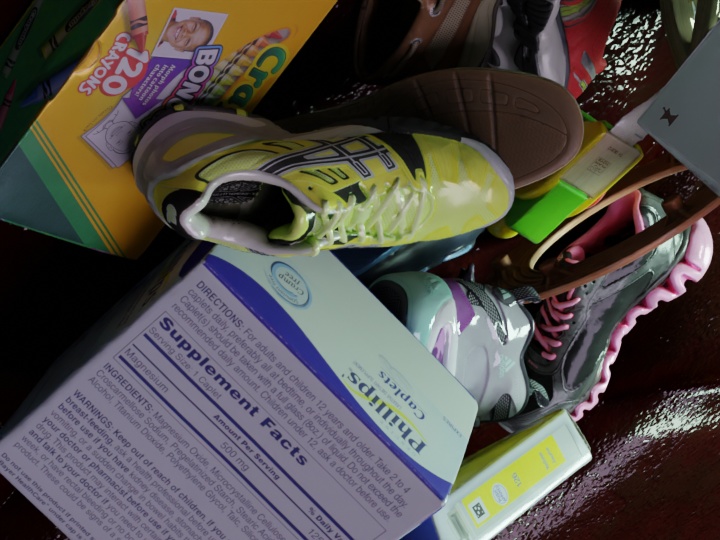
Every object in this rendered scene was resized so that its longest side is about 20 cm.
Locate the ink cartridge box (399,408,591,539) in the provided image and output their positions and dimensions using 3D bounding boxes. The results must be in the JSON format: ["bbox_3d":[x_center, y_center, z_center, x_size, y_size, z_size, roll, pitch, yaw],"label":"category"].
[{"bbox_3d":[0.011,0.167,1.190,0.198,0.047,0.200,-31,176,42],"label":"ink cartridge box"}]

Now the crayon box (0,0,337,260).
[{"bbox_3d":[-0.111,-0.107,1.028,0.119,0.058,0.200,19,115,-49],"label":"crayon box"}]

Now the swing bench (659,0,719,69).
[{"bbox_3d":[0.302,-0.199,1.229,0.199,0.130,0.200,-15,142,-30],"label":"swing bench"}]

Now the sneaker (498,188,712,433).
[{"bbox_3d":[0.149,0.023,1.381,0.200,0.079,0.095,-52,138,5],"label":"sneaker"}]

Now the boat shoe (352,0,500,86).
[{"bbox_3d":[0.040,-0.172,1.077,0.074,0.076,0.200,-12,136,-24],"label":"boat shoe"}]

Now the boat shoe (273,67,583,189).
[{"bbox_3d":[0.029,-0.073,1.117,0.200,0.071,0.065,-6,-174,20],"label":"boat shoe"}]

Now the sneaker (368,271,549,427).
[{"bbox_3d":[0.049,0.085,1.216,0.140,0.078,0.200,1,136,-30],"label":"sneaker"}]

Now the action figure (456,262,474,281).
[{"bbox_3d":[0.036,0.070,1.307,0.200,0.102,0.119,-14,125,-28],"label":"action figure"}]

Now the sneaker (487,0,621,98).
[{"bbox_3d":[0.113,-0.172,1.152,0.085,0.077,0.200,-37,152,-21],"label":"sneaker"}]

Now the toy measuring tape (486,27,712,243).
[{"bbox_3d":[0.147,-0.093,1.239,0.200,0.074,0.074,-44,145,25],"label":"toy measuring tape"}]

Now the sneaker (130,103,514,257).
[{"bbox_3d":[-0.015,-0.033,1.028,0.200,0.076,0.075,0,125,-16],"label":"sneaker"}]

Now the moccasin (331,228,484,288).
[{"bbox_3d":[0.000,0.000,1.217,0.200,0.080,0.068,-20,137,-22],"label":"moccasin"}]

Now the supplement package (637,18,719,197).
[{"bbox_3d":[0.296,-0.081,1.099,0.191,0.147,0.200,-51,144,7],"label":"supplement package"}]

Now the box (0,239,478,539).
[{"bbox_3d":[-0.070,0.088,1.115,0.200,0.184,0.105,-39,-169,30],"label":"box"}]

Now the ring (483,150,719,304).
[{"bbox_3d":[0.161,-0.038,1.263,0.200,0.200,0.019,-32,101,-9],"label":"ring"}]
